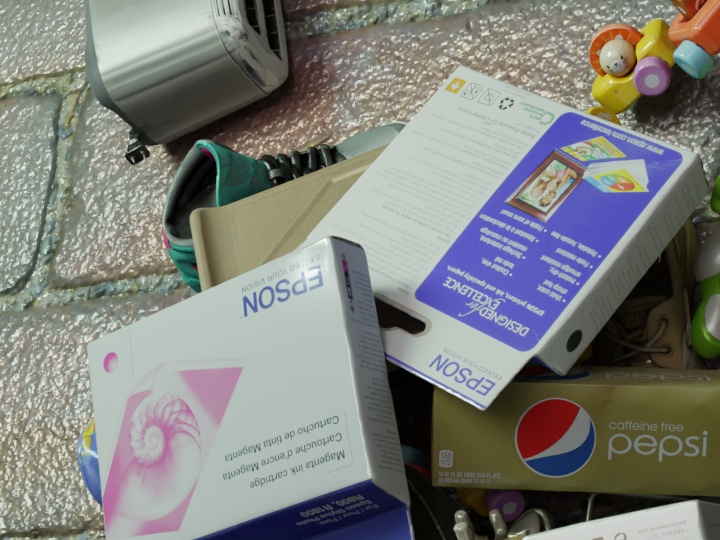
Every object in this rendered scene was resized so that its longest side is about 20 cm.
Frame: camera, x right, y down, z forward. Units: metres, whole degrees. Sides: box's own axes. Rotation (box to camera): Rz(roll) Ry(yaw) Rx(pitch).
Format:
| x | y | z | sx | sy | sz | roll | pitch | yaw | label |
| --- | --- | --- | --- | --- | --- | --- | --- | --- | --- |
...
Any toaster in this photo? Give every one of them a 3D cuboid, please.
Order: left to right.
| x | y | z | sx | sy | sz | roll | pitch | yaw | label |
| --- | --- | --- | --- | --- | --- | --- | --- | --- | --- |
| -0.134 | -0.187 | 1.419 | 0.129 | 0.114 | 0.200 | -20 | 55 | 18 | toaster |

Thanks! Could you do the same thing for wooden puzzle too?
| x | y | z | sx | sy | sz | roll | pitch | yaw | label |
| --- | --- | --- | --- | --- | --- | --- | --- | --- | --- |
| 0.000 | 0.000 | 1.181 | 0.200 | 0.037 | 0.185 | -17 | 46 | 2 | wooden puzzle |

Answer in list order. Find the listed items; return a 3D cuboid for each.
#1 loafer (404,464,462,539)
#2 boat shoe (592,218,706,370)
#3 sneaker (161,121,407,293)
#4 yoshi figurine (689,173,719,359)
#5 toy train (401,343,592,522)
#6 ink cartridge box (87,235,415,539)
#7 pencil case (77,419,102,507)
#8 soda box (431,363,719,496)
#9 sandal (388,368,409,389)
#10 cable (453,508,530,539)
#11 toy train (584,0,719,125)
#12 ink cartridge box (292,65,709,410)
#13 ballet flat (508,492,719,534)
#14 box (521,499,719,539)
| x | y | z | sx | sy | sz | roll | pitch | yaw | label |
| --- | --- | --- | --- | --- | --- | --- | --- | --- | --- |
| 0.035 | 0.182 | 1.073 | 0.075 | 0.070 | 0.200 | -45 | 51 | 12 | loafer |
| 0.171 | 0.040 | 1.151 | 0.071 | 0.065 | 0.200 | -13 | 60 | 25 | boat shoe |
| -0.059 | -0.059 | 1.302 | 0.200 | 0.121 | 0.084 | -34 | 53 | 11 | sneaker |
| 0.255 | -0.038 | 1.116 | 0.112 | 0.112 | 0.200 | 12 | 74 | 25 | yoshi figurine |
| 0.061 | 0.085 | 1.174 | 0.150 | 0.056 | 0.200 | 9 | 67 | 55 | toy train |
| -0.068 | 0.105 | 1.073 | 0.196 | 0.043 | 0.200 | -24 | 64 | 30 | ink cartridge box |
| -0.100 | 0.092 | 1.252 | 0.200 | 0.078 | 0.087 | -33 | 54 | 28 | pencil case |
| 0.140 | 0.090 | 1.069 | 0.199 | 0.068 | 0.064 | 1 | 96 | 3 | soda box |
| 0.029 | 0.012 | 1.254 | 0.200 | 0.055 | 0.082 | -41 | 52 | 11 | sandal |
| 0.097 | 0.225 | 1.023 | 0.050 | 0.097 | 0.201 | -14 | 85 | 23 | cable |
| 0.164 | -0.117 | 1.185 | 0.200 | 0.056 | 0.150 | -49 | 10 | 2 | toy train |
| 0.070 | -0.017 | 1.103 | 0.198 | 0.043 | 0.200 | 27 | 68 | 42 | ink cartridge box |
| 0.128 | 0.165 | 1.108 | 0.200 | 0.067 | 0.064 | -13 | 82 | 19 | ballet flat |
| 0.164 | 0.229 | 0.982 | 0.097 | 0.124 | 0.201 | -15 | 76 | 18 | box |
